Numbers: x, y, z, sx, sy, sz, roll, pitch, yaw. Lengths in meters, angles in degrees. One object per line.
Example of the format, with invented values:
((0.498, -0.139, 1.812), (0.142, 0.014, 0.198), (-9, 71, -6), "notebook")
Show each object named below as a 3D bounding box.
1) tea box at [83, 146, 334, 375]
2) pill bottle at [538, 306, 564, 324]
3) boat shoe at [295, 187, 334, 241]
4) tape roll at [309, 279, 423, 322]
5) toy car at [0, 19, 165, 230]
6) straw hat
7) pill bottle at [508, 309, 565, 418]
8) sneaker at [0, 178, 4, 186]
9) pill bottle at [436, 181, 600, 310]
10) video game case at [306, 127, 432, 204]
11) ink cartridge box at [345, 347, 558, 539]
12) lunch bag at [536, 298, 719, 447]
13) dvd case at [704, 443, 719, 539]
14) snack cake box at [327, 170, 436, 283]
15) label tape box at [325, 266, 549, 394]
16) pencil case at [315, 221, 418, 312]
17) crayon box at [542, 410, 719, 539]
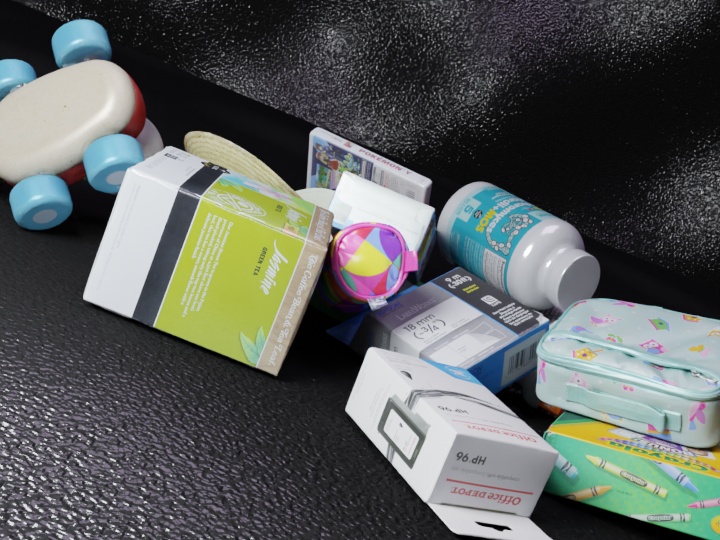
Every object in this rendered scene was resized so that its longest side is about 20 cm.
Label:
((-0.138, -0.017, 1.074), (0.195, 0.135, 0.200), (22, 12, -5), "tea box")
((0.235, 0.082, 1.369), (0.199, 0.115, 0.114), (27, 13, 20), "pill bottle")
((-0.074, -0.069, 1.485), (0.198, 0.074, 0.062), (3, -10, 21), "boat shoe")
((0.004, 0.024, 1.363), (0.199, 0.049, 0.201), (21, 12, -5), "tape roll")
((-0.292, -0.131, 1.213), (0.186, 0.176, 0.200), (68, 9, 24), "toy car")
((-0.140, -0.056, 1.226), (0.200, 0.085, 0.201), (32, -19, 12), "straw hat")
((0.250, 0.122, 1.239), (0.199, 0.110, 0.109), (25, 12, 12), "pill bottle")
((-0.447, -0.159, 1.237), (0.078, 0.091, 0.200), (13, 17, -45), "sneaker")
((0.190, -0.024, 1.308), (0.110, 0.112, 0.200), (11, 15, -42), "pill bottle")
((0.004, -0.073, 1.474), (0.181, 0.201, 0.023), (27, 46, 22), "video game case")
((0.084, 0.146, 0.932), (0.115, 0.068, 0.200), (15, 15, -32), "ink cartridge box")
((0.281, 0.096, 1.085), (0.198, 0.078, 0.160), (12, 25, 30), "lunch bag")
((0.331, 0.185, 1.104), (0.199, 0.143, 0.018), (29, -30, 30), "dvd case")
((0.027, -0.048, 1.316), (0.114, 0.068, 0.200), (22, -5, 8), "snack cake box")
((0.078, 0.059, 1.171), (0.143, 0.064, 0.199), (-25, 41, -34), "label tape box")
((0.000, 0.000, 1.150), (0.088, 0.089, 0.200), (21, -7, -8), "pencil case")
((0.272, 0.189, 1.019), (0.198, 0.059, 0.119), (13, 9, 20), "crayon box")
